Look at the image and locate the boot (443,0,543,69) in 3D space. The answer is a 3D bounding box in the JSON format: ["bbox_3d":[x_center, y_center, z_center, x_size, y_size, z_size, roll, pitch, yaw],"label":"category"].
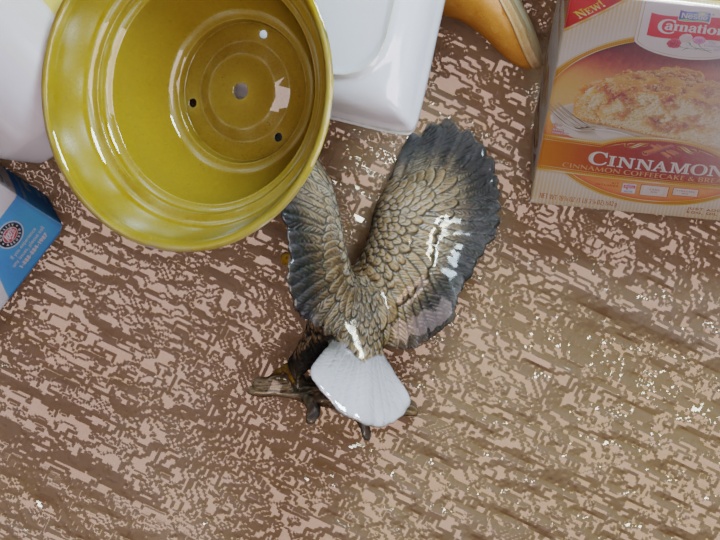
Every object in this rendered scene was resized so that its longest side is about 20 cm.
[{"bbox_3d":[0.014,-0.185,1.682,0.144,0.071,0.201,-32,91,11],"label":"boot"}]

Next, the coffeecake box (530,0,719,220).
[{"bbox_3d":[0.194,-0.124,1.626,0.153,0.073,0.200,6,142,0],"label":"coffeecake box"}]

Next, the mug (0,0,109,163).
[{"bbox_3d":[-0.216,-0.162,1.647,0.187,0.149,0.153,-39,105,18],"label":"mug"}]

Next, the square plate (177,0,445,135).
[{"bbox_3d":[-0.036,-0.200,1.633,0.198,0.028,0.200,13,89,22],"label":"square plate"}]

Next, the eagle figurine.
[{"bbox_3d":[-0.006,-0.003,1.679,0.151,0.152,0.200,21,104,18],"label":"eagle figurine"}]

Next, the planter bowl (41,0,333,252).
[{"bbox_3d":[-0.090,-0.111,1.586,0.200,0.083,0.201,0,91,25],"label":"planter bowl"}]

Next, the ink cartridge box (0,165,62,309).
[{"bbox_3d":[-0.308,-0.047,1.672,0.200,0.067,0.116,36,98,-24],"label":"ink cartridge box"}]
